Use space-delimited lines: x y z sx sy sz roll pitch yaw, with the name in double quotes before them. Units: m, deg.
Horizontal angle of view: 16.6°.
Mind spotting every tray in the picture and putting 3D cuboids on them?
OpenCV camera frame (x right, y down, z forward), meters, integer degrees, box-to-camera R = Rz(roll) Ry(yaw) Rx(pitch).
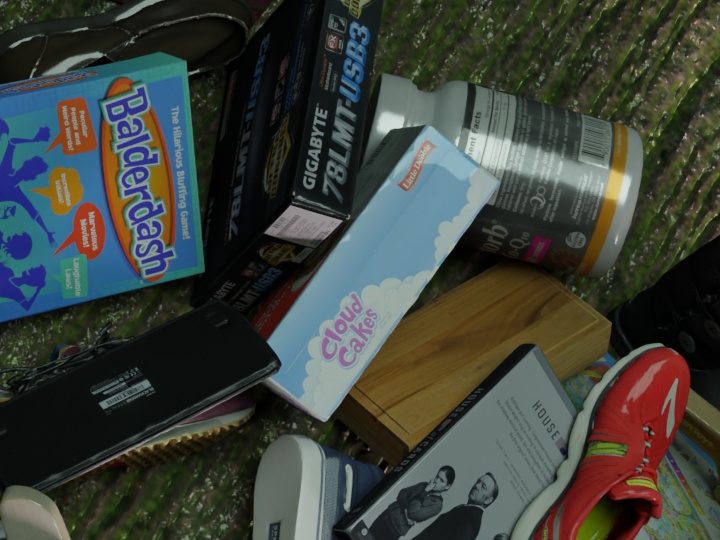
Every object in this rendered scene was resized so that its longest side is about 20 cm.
"tray" 0.075 0.064 1.766 0.199 0.037 0.099 -28 52 -32

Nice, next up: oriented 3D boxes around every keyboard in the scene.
"keyboard" -0.155 0.083 1.586 0.199 0.040 0.104 -25 50 -20

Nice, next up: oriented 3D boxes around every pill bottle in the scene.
"pill bottle" 0.098 -0.072 1.800 0.198 0.117 0.117 15 63 -5

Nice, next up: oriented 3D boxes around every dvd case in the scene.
"dvd case" 0.089 0.171 1.703 0.200 0.025 0.151 -42 112 -26

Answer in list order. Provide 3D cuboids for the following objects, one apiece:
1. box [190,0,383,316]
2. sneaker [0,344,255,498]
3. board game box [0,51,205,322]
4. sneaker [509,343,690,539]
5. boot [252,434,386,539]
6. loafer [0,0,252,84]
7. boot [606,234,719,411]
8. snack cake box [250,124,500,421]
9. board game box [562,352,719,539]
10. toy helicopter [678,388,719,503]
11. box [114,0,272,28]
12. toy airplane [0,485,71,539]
"box" -0.051 -0.092 1.700 0.049 0.198 0.202 18 64 -20
"sneaker" -0.165 0.086 1.648 0.199 0.075 0.091 -11 76 -31
"board game box" -0.205 -0.053 1.658 0.199 0.045 0.153 -15 110 -30
"sneaker" 0.184 0.143 1.698 0.077 0.085 0.201 39 71 -28
"boot" -0.029 0.217 1.665 0.090 0.072 0.202 21 72 -38
"loafer" -0.162 -0.143 1.736 0.199 0.073 0.072 -17 55 -20
"boot" 0.280 0.057 1.796 0.165 0.200 0.066 47 58 -1
"snack cake box" 0.000 0.000 1.671 0.067 0.115 0.201 37 84 -11
"board game box" 0.188 0.157 1.810 0.200 0.034 0.135 45 58 -3
"toy helicopter" 0.274 0.128 1.768 0.200 0.132 0.079 40 62 8
"box" -0.152 -0.254 1.774 0.199 0.103 0.095 16 64 -20
"toy airplane" -0.185 0.238 1.503 0.200 0.199 0.141 47 48 -3
